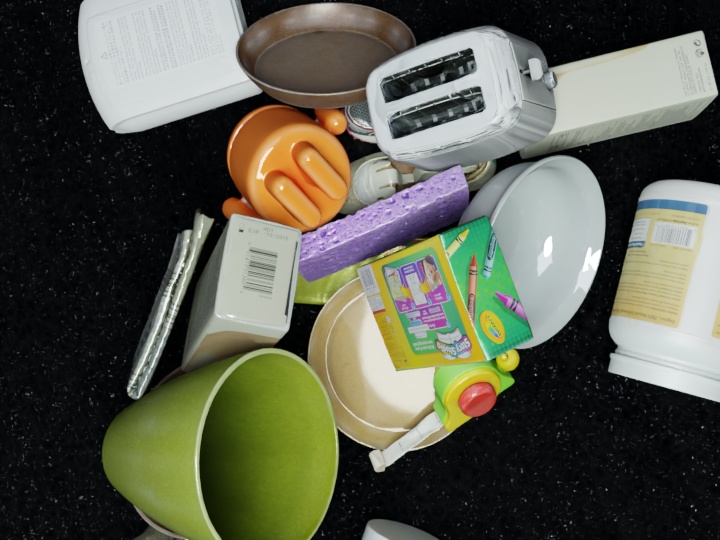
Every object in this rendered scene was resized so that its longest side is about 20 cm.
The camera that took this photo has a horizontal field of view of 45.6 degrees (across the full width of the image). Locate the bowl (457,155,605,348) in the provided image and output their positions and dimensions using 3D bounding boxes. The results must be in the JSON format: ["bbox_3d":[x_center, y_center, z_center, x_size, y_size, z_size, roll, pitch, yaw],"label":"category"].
[{"bbox_3d":[0.164,-0.028,0.906,0.090,0.200,0.204,24,89,48],"label":"bowl"}]

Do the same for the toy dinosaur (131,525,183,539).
[{"bbox_3d":[-0.173,0.291,0.963,0.197,0.077,0.104,-10,58,15],"label":"toy dinosaur"}]

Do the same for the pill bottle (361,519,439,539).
[{"bbox_3d":[0.023,0.380,0.909,0.112,0.113,0.203,16,88,7],"label":"pill bottle"}]

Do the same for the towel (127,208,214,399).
[{"bbox_3d":[-0.207,0.027,0.919,0.034,0.192,0.203,22,88,-11],"label":"towel"}]

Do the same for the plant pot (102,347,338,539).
[{"bbox_3d":[-0.154,0.174,0.828,0.198,0.186,0.191,-7,85,38],"label":"plant pot"}]

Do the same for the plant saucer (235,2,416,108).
[{"bbox_3d":[-0.037,-0.234,0.941,0.196,0.035,0.202,-1,44,1],"label":"plant saucer"}]

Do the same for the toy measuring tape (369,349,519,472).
[{"bbox_3d":[0.081,0.139,0.906,0.199,0.074,0.074,-35,84,6],"label":"toy measuring tape"}]

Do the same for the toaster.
[{"bbox_3d":[0.090,-0.165,0.845,0.197,0.129,0.116,-12,86,25],"label":"toaster"}]

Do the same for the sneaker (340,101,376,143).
[{"bbox_3d":[0.071,-0.204,0.957,0.197,0.075,0.082,-18,85,5],"label":"sneaker"}]

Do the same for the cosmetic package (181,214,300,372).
[{"bbox_3d":[-0.124,0.035,0.862,0.070,0.200,0.107,13,67,-16],"label":"cosmetic package"}]

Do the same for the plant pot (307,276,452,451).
[{"bbox_3d":[0.039,0.099,0.959,0.196,0.027,0.204,0,93,5],"label":"plant pot"}]

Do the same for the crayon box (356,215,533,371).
[{"bbox_3d":[0.075,0.029,0.839,0.058,0.200,0.120,-21,90,-24],"label":"crayon box"}]

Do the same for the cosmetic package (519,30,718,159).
[{"bbox_3d":[0.265,-0.186,0.922,0.197,0.105,0.072,-12,84,4],"label":"cosmetic package"}]

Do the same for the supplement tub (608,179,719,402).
[{"bbox_3d":[0.338,0.022,0.880,0.142,0.145,0.203,15,88,7],"label":"supplement tub"}]

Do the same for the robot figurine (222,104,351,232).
[{"bbox_3d":[-0.082,-0.111,0.920,0.115,0.200,0.146,2,110,-21],"label":"robot figurine"}]

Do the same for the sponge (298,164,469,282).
[{"bbox_3d":[0.021,-0.045,0.917,0.197,0.112,0.030,-23,77,2],"label":"sponge"}]

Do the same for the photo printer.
[{"bbox_3d":[-0.227,-0.257,0.994,0.197,0.069,0.169,-17,85,5],"label":"photo printer"}]

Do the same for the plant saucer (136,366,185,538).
[{"bbox_3d":[-0.164,0.193,0.939,0.197,0.035,0.203,-8,60,14],"label":"plant saucer"}]

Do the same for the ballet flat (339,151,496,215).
[{"bbox_3d":[0.054,-0.109,0.959,0.197,0.062,0.069,-13,85,5],"label":"ballet flat"}]

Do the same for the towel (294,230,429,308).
[{"bbox_3d":[0.000,0.000,0.981,0.196,0.018,0.088,4,86,7],"label":"towel"}]
